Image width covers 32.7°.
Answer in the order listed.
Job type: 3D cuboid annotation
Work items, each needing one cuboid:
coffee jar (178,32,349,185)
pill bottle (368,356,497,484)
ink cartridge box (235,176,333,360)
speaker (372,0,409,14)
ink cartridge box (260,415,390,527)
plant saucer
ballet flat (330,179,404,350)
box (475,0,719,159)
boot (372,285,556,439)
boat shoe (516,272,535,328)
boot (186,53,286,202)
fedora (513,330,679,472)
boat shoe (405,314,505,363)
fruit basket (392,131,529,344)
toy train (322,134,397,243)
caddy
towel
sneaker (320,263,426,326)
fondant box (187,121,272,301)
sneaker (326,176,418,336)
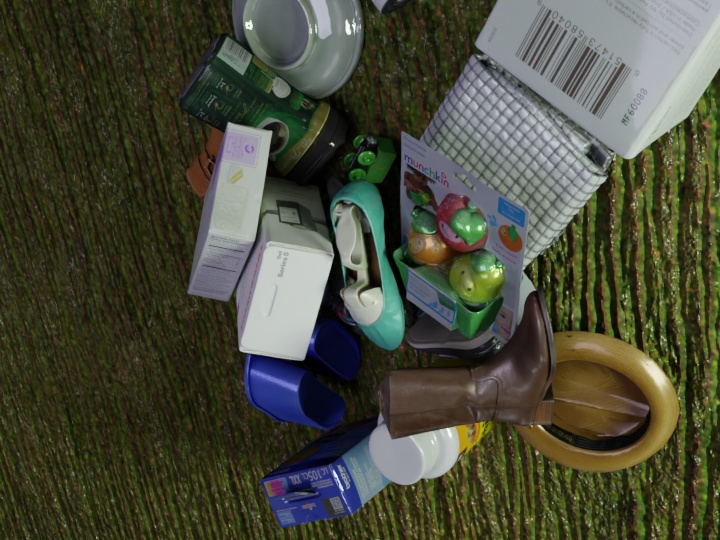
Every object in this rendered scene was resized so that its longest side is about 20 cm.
[{"bbox_3d":[-0.116,-0.193,1.501,0.199,0.086,0.104,34,126,-15],"label":"coffee jar"},{"bbox_3d":[0.094,0.177,1.479,0.108,0.200,0.110,15,118,30],"label":"pill bottle"},{"bbox_3d":[-0.096,-0.006,1.481,0.083,0.200,0.147,10,115,-13],"label":"ink cartridge box"},{"bbox_3d":[-0.004,-0.393,1.381,0.201,0.081,0.081,53,130,4],"label":"speaker"},{"bbox_3d":[-0.035,0.268,1.611,0.136,0.200,0.077,-20,98,39],"label":"ink cartridge box"},{"bbox_3d":[-0.090,-0.303,1.502,0.199,0.050,0.202,15,118,31],"label":"plant saucer"},{"bbox_3d":[0.000,0.000,1.389,0.067,0.070,0.202,-3,101,37],"label":"ballet flat"},{"bbox_3d":[0.262,-0.259,1.189,0.199,0.171,0.201,40,127,15],"label":"box"},{"bbox_3d":[0.109,0.104,1.323,0.198,0.064,0.188,-3,121,3],"label":"boot"},{"bbox_3d":[0.146,0.005,1.464,0.201,0.068,0.057,54,163,0],"label":"boat shoe"},{"bbox_3d":[-0.186,-0.170,1.616,0.154,0.073,0.201,-32,87,44],"label":"boot"},{"bbox_3d":[0.265,0.136,1.404,0.199,0.082,0.202,9,121,15],"label":"fedora"},{"bbox_3d":[0.118,0.088,1.477,0.063,0.073,0.200,51,163,-16],"label":"boat shoe"},{"bbox_3d":[0.102,-0.030,1.334,0.185,0.094,0.201,37,150,31],"label":"fruit basket"},{"bbox_3d":[-0.012,-0.091,1.534,0.201,0.056,0.042,121,147,-41],"label":"toy train"},{"bbox_3d":[-0.083,0.124,1.597,0.104,0.200,0.143,12,73,24],"label":"caddy"},{"bbox_3d":[0.173,-0.127,1.370,0.200,0.085,0.166,45,127,14],"label":"towel"},{"bbox_3d":[-0.007,0.026,1.554,0.199,0.095,0.080,2,108,34],"label":"sneaker"},{"bbox_3d":[-0.160,-0.067,1.484,0.058,0.146,0.200,12,156,-11],"label":"fondant box"},{"bbox_3d":[-0.006,-0.014,1.461,0.090,0.076,0.202,-24,83,20],"label":"sneaker"}]
